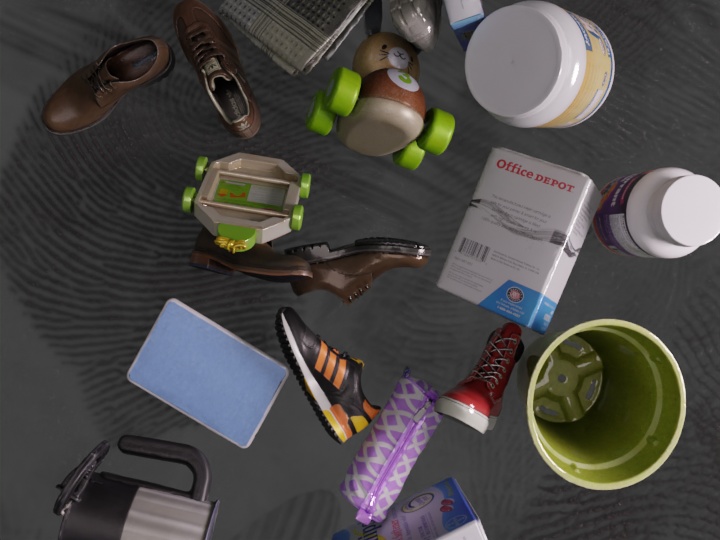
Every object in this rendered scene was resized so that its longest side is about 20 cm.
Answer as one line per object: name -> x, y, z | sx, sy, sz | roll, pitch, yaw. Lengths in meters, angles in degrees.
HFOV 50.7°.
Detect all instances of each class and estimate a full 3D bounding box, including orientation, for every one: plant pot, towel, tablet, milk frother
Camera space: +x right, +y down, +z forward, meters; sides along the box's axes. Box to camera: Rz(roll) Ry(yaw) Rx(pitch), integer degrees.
plant pot -> 0.288, 0.156, 0.995 | 0.195, 0.184, 0.206 | 0, 93, -4
towel -> -0.069, -0.362, 0.992 | 0.193, 0.035, 0.200 | -48, 60, -1
tablet -> -0.211, 0.143, 1.055 | 0.198, 0.014, 0.132 | 31, 91, -3
milk frother -> -0.281, 0.311, 0.966 | 0.184, 0.200, 0.185 | 13, 88, -4

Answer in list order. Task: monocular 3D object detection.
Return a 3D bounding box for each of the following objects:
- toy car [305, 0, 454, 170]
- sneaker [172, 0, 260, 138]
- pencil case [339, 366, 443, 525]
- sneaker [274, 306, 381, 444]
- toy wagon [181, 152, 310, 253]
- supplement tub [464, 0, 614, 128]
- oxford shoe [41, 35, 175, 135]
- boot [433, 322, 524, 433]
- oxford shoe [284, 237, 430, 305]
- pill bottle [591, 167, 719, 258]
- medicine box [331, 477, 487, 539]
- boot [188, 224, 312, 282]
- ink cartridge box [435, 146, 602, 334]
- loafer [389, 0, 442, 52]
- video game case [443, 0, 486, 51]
toy car -> 0.039, -0.262, 0.993 | 0.161, 0.157, 0.204 | 18, 77, -18
sneaker -> -0.189, -0.274, 1.008 | 0.070, 0.076, 0.203 | -29, 94, -1
pencil case -> 0.049, 0.240, 1.035 | 0.083, 0.085, 0.203 | 28, 92, -17
sneaker -> -0.044, 0.130, 1.043 | 0.089, 0.070, 0.203 | -28, 93, -17
toy wagon -> -0.148, -0.083, 0.970 | 0.151, 0.202, 0.040 | 9, 132, -1
supplement tub -> 0.225, -0.253, 0.951 | 0.142, 0.199, 0.148 | 6, 102, 32
oxford shoe -> -0.342, -0.250, 0.999 | 0.198, 0.084, 0.073 | -36, 95, 1
boot -> 0.162, 0.131, 0.987 | 0.071, 0.200, 0.147 | 24, 90, 21
oxford shoe -> 0.000, 0.000, 1.028 | 0.195, 0.073, 0.087 | -7, 95, 9
pill bottle -> 0.383, -0.073, 0.982 | 0.109, 0.200, 0.114 | 0, 92, -3
medicine box -> 0.069, 0.382, 0.993 | 0.197, 0.182, 0.105 | -25, 93, -2
boot -> -0.140, -0.041, 0.990 | 0.196, 0.074, 0.099 | 7, 83, 31
ink cartridge box -> 0.210, -0.040, 1.004 | 0.143, 0.083, 0.204 | 24, 92, 31
loafer -> 0.072, -0.359, 0.988 | 0.069, 0.203, 0.070 | -19, 135, 27
video game case -> 0.118, -0.386, 0.957 | 0.045, 0.200, 0.185 | -15, 93, 14
